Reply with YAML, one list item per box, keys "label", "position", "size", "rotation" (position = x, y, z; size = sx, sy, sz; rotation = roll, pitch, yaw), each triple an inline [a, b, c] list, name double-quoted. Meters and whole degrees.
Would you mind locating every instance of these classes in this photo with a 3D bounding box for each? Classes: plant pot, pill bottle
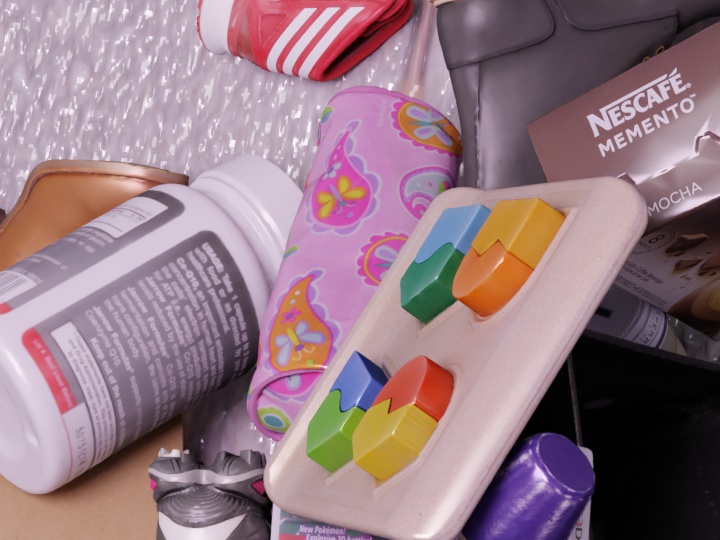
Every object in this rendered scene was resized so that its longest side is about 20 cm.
- label: "plant pot"
  position: [0.092, 0.155, 1.395]
  size: [0.177, 0.200, 0.200]
  rotation: [-16, 72, 33]
- label: "pill bottle"
  position: [-0.119, 0.024, 1.515]
  size: [0.200, 0.114, 0.114]
  rotation: [-31, 59, -28]

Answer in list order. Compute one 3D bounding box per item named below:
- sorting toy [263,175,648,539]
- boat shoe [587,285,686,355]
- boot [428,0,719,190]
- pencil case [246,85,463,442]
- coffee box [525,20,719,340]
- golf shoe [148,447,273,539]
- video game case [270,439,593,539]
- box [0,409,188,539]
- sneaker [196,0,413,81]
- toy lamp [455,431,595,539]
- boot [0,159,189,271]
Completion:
- label: "sorting toy"
  position: [0.033, 0.034, 1.286]
  size: [0.185, 0.036, 0.200]
  rotation: [-57, 19, -10]
- label: "boat shoe"
  position: [0.086, 0.019, 1.491]
  size: [0.200, 0.062, 0.072]
  rotation: [26, 73, 46]
- label: "boot"
  position: [0.133, -0.099, 1.465]
  size: [0.199, 0.077, 0.139]
  rotation: [-5, 89, -14]
- label: "pencil case"
  position: [0.000, 0.000, 1.466]
  size: [0.087, 0.087, 0.200]
  rotation: [-8, 48, 24]
- label: "coffee box"
  position: [0.176, -0.039, 1.385]
  size: [0.113, 0.200, 0.080]
  rotation: [-26, 68, 18]
- label: "golf shoe"
  position: [-0.062, 0.143, 1.459]
  size: [0.077, 0.200, 0.088]
  rotation: [-3, 80, 16]
- label: "video game case"
  position: [0.026, 0.171, 1.321]
  size: [0.200, 0.023, 0.183]
  rotation: [-2, 82, 48]
- label: "box"
  position: [-0.173, 0.125, 1.508]
  size: [0.163, 0.021, 0.200]
  rotation: [-4, 41, 0]
- label: "sneaker"
  position: [-0.006, -0.200, 1.594]
  size: [0.115, 0.078, 0.200]
  rotation: [23, 101, 20]
- label: "toy lamp"
  position: [0.031, 0.143, 1.260]
  size: [0.200, 0.058, 0.058]
  rotation: [-47, 61, 31]
- label: "boot"
  position: [-0.180, 0.023, 1.612]
  size: [0.200, 0.077, 0.156]
  rotation: [-11, 72, 26]
